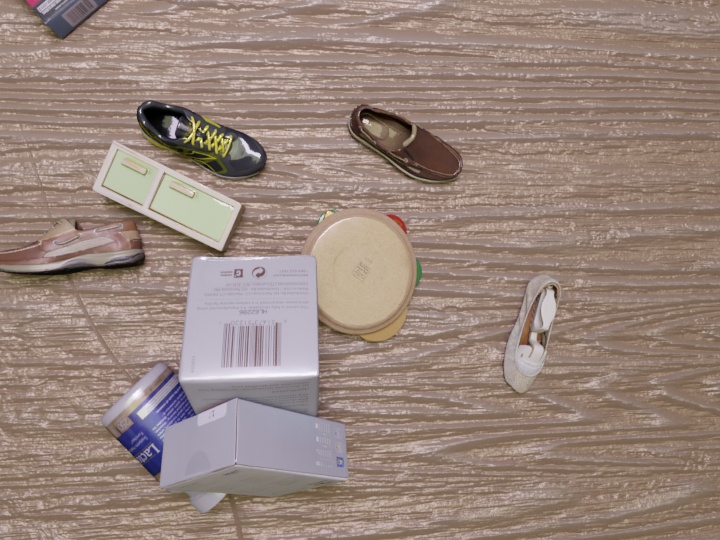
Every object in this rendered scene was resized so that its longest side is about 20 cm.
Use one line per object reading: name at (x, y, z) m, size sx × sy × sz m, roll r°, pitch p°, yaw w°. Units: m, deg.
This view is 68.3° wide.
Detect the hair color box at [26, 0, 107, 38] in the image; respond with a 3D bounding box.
hair color box at (-0.461, -0.447, 0.741) m, size 0.099 × 0.061 × 0.201 m, roll -40°, pitch 97°, yaw -4°

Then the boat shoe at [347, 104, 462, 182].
boat shoe at (0.073, -0.194, 0.822) m, size 0.198 × 0.075 × 0.076 m, roll 21°, pitch 90°, yaw -9°

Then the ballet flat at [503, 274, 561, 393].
ballet flat at (0.283, 0.106, 0.873) m, size 0.066 × 0.062 × 0.206 m, roll 11°, pitch 92°, yaw -8°

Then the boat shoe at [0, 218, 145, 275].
boat shoe at (-0.417, -0.035, 0.767) m, size 0.195 × 0.076 × 0.076 m, roll -6°, pitch 89°, yaw -16°

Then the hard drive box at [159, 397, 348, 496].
hard drive box at (-0.136, 0.245, 0.706) m, size 0.154 × 0.198 × 0.079 m, roll -26°, pitch 54°, yaw 30°

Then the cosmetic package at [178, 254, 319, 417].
cosmetic package at (-0.139, 0.105, 0.717) m, size 0.163 × 0.202 × 0.170 m, roll -1°, pitch 57°, yaw -8°

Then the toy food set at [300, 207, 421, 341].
toy food set at (0.000, 0.000, 0.835) m, size 0.195 × 0.049 × 0.203 m, roll 18°, pitch 90°, yaw -8°

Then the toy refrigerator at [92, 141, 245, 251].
toy refrigerator at (-0.276, -0.106, 0.780) m, size 0.196 × 0.070 × 0.077 m, roll 26°, pitch 89°, yaw -8°

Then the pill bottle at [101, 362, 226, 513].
pill bottle at (-0.266, 0.245, 0.775) m, size 0.115 × 0.116 × 0.201 m, roll -42°, pitch 97°, yaw -4°

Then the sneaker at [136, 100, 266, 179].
sneaker at (-0.234, -0.188, 0.774) m, size 0.195 × 0.085 × 0.076 m, roll 16°, pitch 91°, yaw -8°
